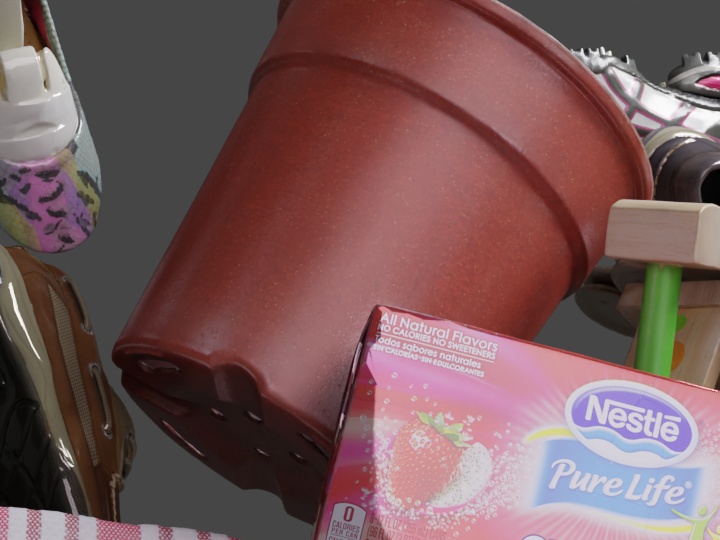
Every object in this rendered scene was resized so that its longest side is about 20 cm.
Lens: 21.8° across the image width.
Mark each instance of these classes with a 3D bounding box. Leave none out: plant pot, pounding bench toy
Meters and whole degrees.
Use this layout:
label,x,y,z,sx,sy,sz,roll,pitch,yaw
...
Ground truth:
label,x,y,z,sx,sy,sz,roll,pitch,yaw
plant pot,0.000,0.000,0.839,0.200,0.201,0.196,32,68,0
pounding bench toy,0.150,0.083,0.819,0.200,0.124,0.157,43,61,-34

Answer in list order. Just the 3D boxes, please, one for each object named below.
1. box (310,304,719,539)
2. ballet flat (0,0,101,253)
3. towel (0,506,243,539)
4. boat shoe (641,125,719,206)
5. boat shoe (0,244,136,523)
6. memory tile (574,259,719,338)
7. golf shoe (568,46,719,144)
label,x,y,z,sx,sy,sz,roll,pitch,yaw
box,0.086,0.087,0.692,0.198,0.100,0.096,15,80,1
ballet flat,-0.171,-0.107,0.896,0.069,0.071,0.201,-11,69,-22
towel,-0.123,0.163,0.712,0.198,0.030,0.147,9,59,-10
boat shoe,0.221,-0.005,0.944,0.199,0.073,0.075,23,94,-22
boat shoe,-0.131,0.075,0.818,0.074,0.076,0.201,5,59,-46
memory tile,0.210,0.039,0.900,0.199,0.153,0.017,27,70,-5
golf shoe,0.131,-0.065,0.970,0.198,0.077,0.089,-1,73,-17
